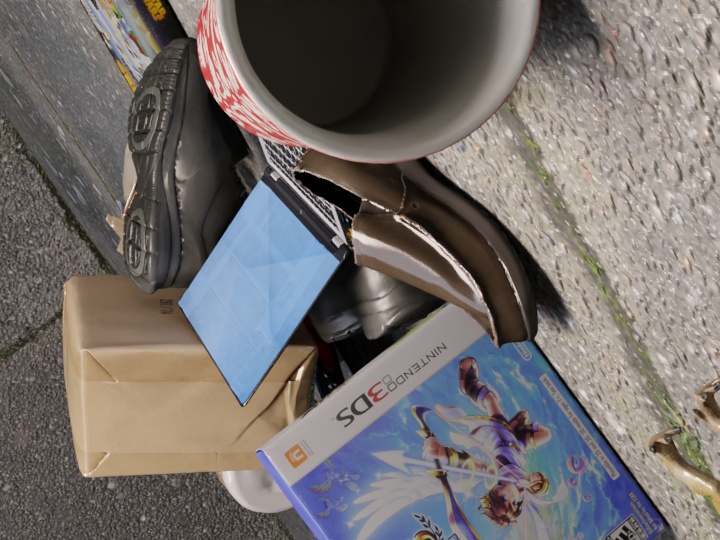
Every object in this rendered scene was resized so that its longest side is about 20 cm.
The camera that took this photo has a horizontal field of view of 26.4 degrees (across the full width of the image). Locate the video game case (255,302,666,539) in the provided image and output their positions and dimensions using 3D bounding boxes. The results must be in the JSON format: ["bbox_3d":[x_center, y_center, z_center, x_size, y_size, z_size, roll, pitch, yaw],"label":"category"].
[{"bbox_3d":[0.064,0.139,0.966,0.200,0.181,0.045,53,167,0],"label":"video game case"}]

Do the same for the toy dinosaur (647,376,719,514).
[{"bbox_3d":[0.184,0.106,0.724,0.101,0.058,0.200,52,168,3],"label":"toy dinosaur"}]

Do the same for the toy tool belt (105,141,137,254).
[{"bbox_3d":[-0.173,-0.049,1.441,0.124,0.124,0.200,16,-173,-24],"label":"toy tool belt"}]

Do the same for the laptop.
[{"bbox_3d":[-0.089,-0.048,1.074,0.187,0.115,0.201,46,158,60],"label":"laptop"}]

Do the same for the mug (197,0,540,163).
[{"bbox_3d":[-0.004,-0.134,0.704,0.133,0.179,0.200,18,178,-12],"label":"mug"}]

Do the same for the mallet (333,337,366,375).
[{"bbox_3d":[-0.036,0.022,1.274,0.200,0.041,0.066,57,175,49],"label":"mallet"}]

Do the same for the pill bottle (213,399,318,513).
[{"bbox_3d":[-0.111,0.127,1.409,0.200,0.111,0.111,40,162,53],"label":"pill bottle"}]

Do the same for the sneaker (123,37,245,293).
[{"bbox_3d":[-0.136,-0.082,1.218,0.076,0.090,0.202,21,107,59],"label":"sneaker"}]

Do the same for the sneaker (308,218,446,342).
[{"bbox_3d":[0.000,0.000,1.122,0.091,0.076,0.200,64,160,-3],"label":"sneaker"}]

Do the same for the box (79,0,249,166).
[{"bbox_3d":[-0.180,-0.186,1.319,0.137,0.040,0.201,35,158,52],"label":"box"}]

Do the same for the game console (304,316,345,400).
[{"bbox_3d":[-0.028,0.102,1.396,0.177,0.031,0.201,-108,2,-50],"label":"game console"}]

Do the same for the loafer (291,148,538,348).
[{"bbox_3d":[0.030,-0.017,0.926,0.200,0.071,0.073,46,166,31],"label":"loafer"}]

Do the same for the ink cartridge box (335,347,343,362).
[{"bbox_3d":[-0.124,0.106,1.587,0.044,0.173,0.200,57,167,-21],"label":"ink cartridge box"}]

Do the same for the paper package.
[{"bbox_3d":[-0.140,0.076,1.228,0.200,0.189,0.104,-128,39,-70],"label":"paper package"}]
